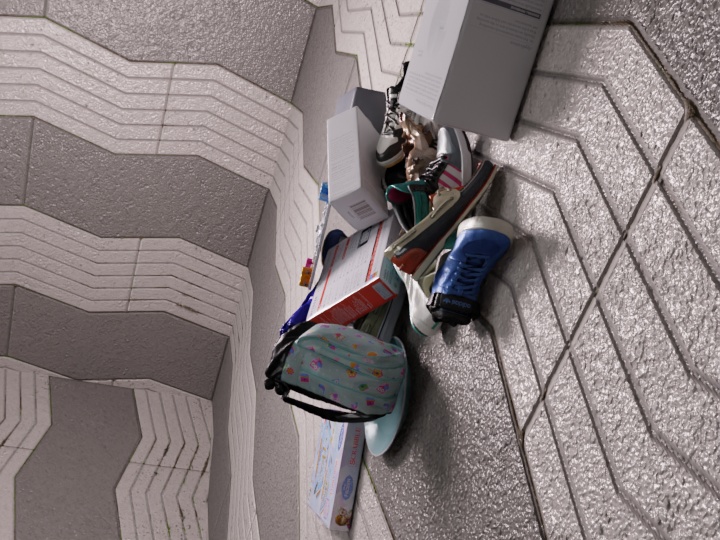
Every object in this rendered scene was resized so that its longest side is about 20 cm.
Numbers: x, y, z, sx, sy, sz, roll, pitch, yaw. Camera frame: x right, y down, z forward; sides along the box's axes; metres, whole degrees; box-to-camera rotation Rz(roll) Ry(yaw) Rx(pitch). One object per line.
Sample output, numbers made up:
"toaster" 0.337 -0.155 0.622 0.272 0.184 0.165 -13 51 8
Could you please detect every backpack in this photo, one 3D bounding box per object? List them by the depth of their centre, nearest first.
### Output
"backpack" -0.030 0.154 1.205 0.167 0.198 0.128 -27 -47 -65

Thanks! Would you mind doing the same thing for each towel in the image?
"towel" -0.087 0.109 1.422 0.200 0.049 0.149 -51 -38 -54

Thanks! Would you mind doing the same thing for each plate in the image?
"plate" 0.049 0.212 1.289 0.200 0.025 0.202 -168 90 -74

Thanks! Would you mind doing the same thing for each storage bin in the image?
"storage bin" 0.023 -0.295 1.549 0.200 0.133 0.147 -161 83 -75

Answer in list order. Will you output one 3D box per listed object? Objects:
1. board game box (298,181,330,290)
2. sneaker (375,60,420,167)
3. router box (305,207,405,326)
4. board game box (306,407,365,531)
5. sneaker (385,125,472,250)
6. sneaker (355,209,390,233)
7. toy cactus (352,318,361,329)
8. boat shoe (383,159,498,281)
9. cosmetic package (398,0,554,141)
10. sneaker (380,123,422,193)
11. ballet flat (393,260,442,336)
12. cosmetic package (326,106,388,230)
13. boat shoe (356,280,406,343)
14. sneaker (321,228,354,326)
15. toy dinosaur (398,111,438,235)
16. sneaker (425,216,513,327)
"board game box" -0.081 -0.074 1.474 0.200 0.026 0.202 -106 29 -84
"sneaker" 0.065 -0.280 1.351 0.075 0.088 0.201 9 67 44
"router box" 0.000 0.000 1.353 0.179 0.049 0.201 -31 28 34
"board game box" -0.049 0.379 1.489 0.199 0.041 0.202 169 111 -74
"sneaker" 0.098 -0.130 1.144 0.084 0.120 0.202 142 130 -66
"sneaker" 0.029 -0.060 1.486 0.200 0.073 0.083 115 161 -74
"toy cactus" -0.001 0.140 1.417 0.166 0.102 0.200 -59 -19 -21
"boat shoe" 0.115 -0.079 1.064 0.200 0.062 0.071 -51 -8 -1
"cosmetic package" 0.157 -0.309 1.095 0.200 0.122 0.202 -120 45 -67
"sneaker" 0.085 -0.197 1.374 0.201 0.075 0.088 -94 27 -45
"ballet flat" 0.100 0.015 1.200 0.201 0.069 0.070 -102 27 -46
"cosmetic package" -0.007 -0.186 1.386 0.074 0.102 0.201 -21 50 22
"boat shoe" 0.032 0.070 1.330 0.072 0.062 0.201 -51 18 55
"sneaker" -0.018 0.016 1.518 0.088 0.075 0.202 9 116 48
"toy dinosaur" 0.100 -0.156 1.269 0.135 0.085 0.202 -149 67 -73
"sneaker" 0.140 0.012 1.001 0.200 0.076 0.112 127 157 -66
